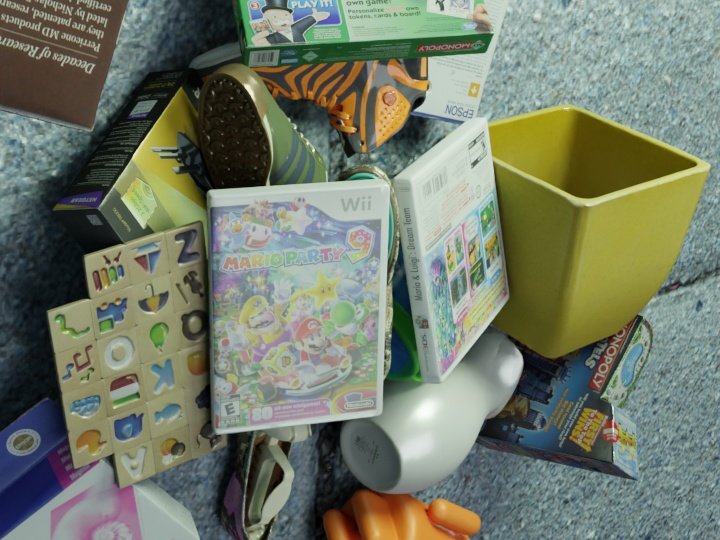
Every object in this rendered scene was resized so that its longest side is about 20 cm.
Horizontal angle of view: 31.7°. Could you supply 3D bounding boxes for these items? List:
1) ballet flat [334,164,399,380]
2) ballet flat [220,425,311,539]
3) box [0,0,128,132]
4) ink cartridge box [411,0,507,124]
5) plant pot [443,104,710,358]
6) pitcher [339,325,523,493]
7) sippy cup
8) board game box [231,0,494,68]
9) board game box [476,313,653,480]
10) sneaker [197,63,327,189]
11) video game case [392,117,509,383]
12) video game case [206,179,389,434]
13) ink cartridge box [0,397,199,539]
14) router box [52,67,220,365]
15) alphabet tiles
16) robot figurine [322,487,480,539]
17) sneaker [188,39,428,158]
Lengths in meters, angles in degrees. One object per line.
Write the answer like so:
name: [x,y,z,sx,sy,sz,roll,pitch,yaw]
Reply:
ballet flat: [0.000,0.000,1.061,0.075,0.067,0.202,-74,165,-67]
ballet flat: [-0.083,0.166,1.185,0.069,0.071,0.202,2,105,-41]
box: [-0.250,-0.217,0.812,0.163,0.165,0.202,10,101,-44]
ink cartridge box: [0.051,-0.245,1.149,0.195,0.043,0.202,5,106,-42]
plant pot: [0.205,-0.031,1.288,0.193,0.195,0.202,-17,124,-36]
pitcher: [0.068,0.163,1.301,0.199,0.121,0.173,-28,140,-44]
sippy cup: [0.031,0.011,1.193,0.131,0.139,0.178,-52,156,-26]
board game box: [-0.004,-0.229,1.011,0.198,0.136,0.029,-5,153,-13]
board game box: [0.235,0.133,1.367,0.062,0.199,0.201,32,85,-43]
sneaker: [-0.070,-0.086,1.026,0.090,0.067,0.202,-50,137,-45]
video game case: [0.085,-0.023,1.134,0.200,0.023,0.184,-42,127,-59]
video game case: [-0.049,0.030,1.002,0.142,0.018,0.202,-5,112,-15]
ink cartridge box: [-0.262,0.223,1.027,0.196,0.043,0.200,-38,133,2]
router box: [-0.140,-0.036,1.027,0.201,0.052,0.158,58,45,-38]
alphabet tiles: [-0.155,0.067,0.979,0.165,0.006,0.202,-20,120,-32]
robot figurine: [0.042,0.296,1.323,0.200,0.116,0.145,36,76,-43]
sneaker: [-0.037,-0.144,1.045,0.198,0.078,0.113,-10,104,-4]
